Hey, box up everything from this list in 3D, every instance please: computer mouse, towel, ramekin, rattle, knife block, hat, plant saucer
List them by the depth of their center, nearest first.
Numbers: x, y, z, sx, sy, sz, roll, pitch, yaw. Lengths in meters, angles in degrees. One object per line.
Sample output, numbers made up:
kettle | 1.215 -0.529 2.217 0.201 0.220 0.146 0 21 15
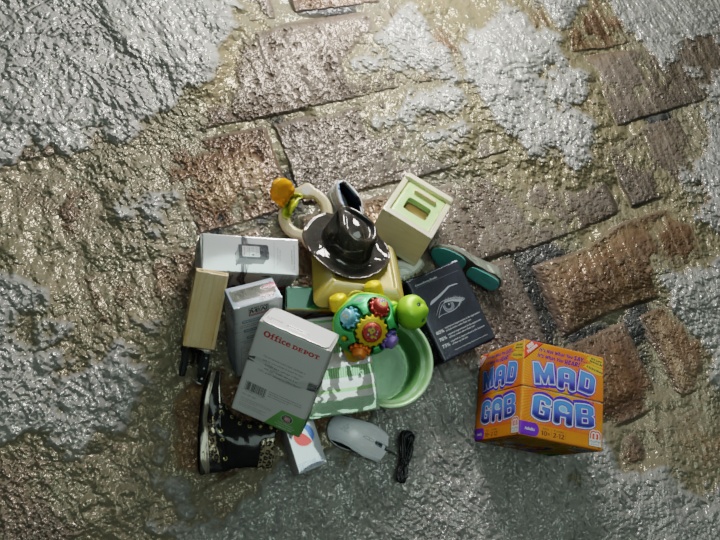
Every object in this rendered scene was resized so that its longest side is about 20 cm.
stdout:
knife block | -0.312 0.116 1.328 0.063 0.200 0.177 9 56 -17
towel | -0.050 0.192 1.380 0.151 0.023 0.202 -8 78 -3
hat | -0.023 -0.078 1.401 0.199 0.081 0.201 11 41 -9
plant saucer | 0.000 0.000 1.424 0.198 0.049 0.201 9 41 -14
computer mouse | 0.024 0.366 1.437 0.199 0.044 0.110 24 68 -10
ramekin | 0.048 0.202 1.469 0.198 0.098 0.202 6 71 -17
rattle | -0.107 -0.104 1.486 0.129 0.143 0.201 -24 78 -15

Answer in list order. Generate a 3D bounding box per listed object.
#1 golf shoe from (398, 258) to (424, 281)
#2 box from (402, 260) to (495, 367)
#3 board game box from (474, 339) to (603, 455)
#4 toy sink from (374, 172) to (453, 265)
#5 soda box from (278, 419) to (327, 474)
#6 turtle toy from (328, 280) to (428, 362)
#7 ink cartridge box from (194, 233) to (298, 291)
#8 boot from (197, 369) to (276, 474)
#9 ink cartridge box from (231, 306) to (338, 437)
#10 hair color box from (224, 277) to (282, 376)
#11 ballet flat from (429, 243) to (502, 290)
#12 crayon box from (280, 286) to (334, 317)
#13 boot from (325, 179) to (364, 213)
golf shoe | 0.054 -0.010 1.535 0.199 0.078 0.098 -21 98 -26
box | 0.187 0.101 1.545 0.147 0.104 0.201 -20 80 -22
board game box | 0.392 0.288 1.500 0.198 0.200 0.201 14 69 -14
toy sink | 0.126 -0.135 1.559 0.130 0.112 0.200 32 48 3
soda box | -0.135 0.310 1.388 0.063 0.068 0.201 -15 78 -22
turtle toy | 0.034 0.100 1.319 0.199 0.101 0.147 -20 105 -7
ink cartridge box | -0.241 -0.011 1.413 0.198 0.145 0.084 3 72 -18
boot | -0.245 0.303 1.350 0.149 0.073 0.202 5 75 -16
ink cartridge box | -0.141 0.190 1.283 0.145 0.084 0.201 23 110 4
hair color box | -0.213 0.116 1.353 0.098 0.201 0.061 -14 47 -22
ballet flat | 0.255 -0.017 1.639 0.199 0.068 0.064 28 39 -9
crayon box | -0.076 0.070 1.452 0.198 0.126 0.052 3 79 -18
boot | -0.020 -0.106 1.546 0.073 0.096 0.201 -26 84 -24
